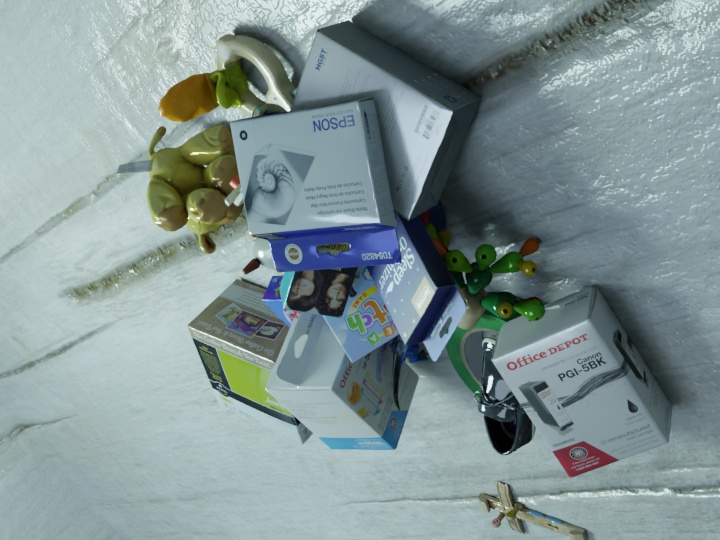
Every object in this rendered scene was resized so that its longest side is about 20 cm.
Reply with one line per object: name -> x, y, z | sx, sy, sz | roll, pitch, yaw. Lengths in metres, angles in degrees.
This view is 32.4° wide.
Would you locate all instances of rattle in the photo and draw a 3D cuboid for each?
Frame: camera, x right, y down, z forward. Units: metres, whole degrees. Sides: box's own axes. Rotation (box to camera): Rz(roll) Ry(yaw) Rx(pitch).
rattle -> -0.142, -0.220, 1.625 | 0.200, 0.143, 0.130 | 37, 130, 24

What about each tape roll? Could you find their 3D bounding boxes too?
tape roll -> 0.210, 0.123, 1.689 | 0.200, 0.048, 0.201 | 29, 145, 23

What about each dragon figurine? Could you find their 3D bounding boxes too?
dragon figurine -> 0.061, 0.092, 1.742 | 0.059, 0.200, 0.099 | 26, -178, 31

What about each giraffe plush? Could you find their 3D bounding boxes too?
giraffe plush -> -0.243, -0.110, 1.869 | 0.200, 0.173, 0.162 | 11, 157, 28

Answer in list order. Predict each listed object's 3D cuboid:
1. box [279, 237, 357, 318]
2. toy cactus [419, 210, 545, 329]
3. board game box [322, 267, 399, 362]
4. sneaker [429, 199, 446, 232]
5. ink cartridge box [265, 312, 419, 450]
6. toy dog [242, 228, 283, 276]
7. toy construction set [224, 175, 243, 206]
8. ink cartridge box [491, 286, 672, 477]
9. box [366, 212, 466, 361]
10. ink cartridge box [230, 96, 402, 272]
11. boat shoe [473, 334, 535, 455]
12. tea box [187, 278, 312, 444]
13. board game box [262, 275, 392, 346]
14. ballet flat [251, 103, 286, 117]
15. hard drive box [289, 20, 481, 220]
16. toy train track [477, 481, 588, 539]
box -> -0.039, -0.039, 1.574 | 0.082, 0.049, 0.200 | 9, 120, -15
toy cactus -> 0.147, 0.010, 1.572 | 0.200, 0.102, 0.165 | 28, 146, 13
board game box -> 0.000, 0.000, 1.666 | 0.200, 0.151, 0.037 | 58, -178, -9
sneaker -> 0.054, -0.091, 1.613 | 0.078, 0.070, 0.200 | 14, 130, 44
ink cartridge box -> -0.030, 0.157, 1.795 | 0.125, 0.129, 0.200 | -4, 143, 37
toy dog -> -0.114, -0.039, 1.832 | 0.132, 0.096, 0.200 | 41, 148, 5
toy construction set -> -0.086, -0.079, 1.715 | 0.200, 0.131, 0.092 | 40, -173, -10
ink cartridge box -> 0.277, 0.141, 1.550 | 0.147, 0.083, 0.200 | -27, 108, 28
box -> 0.059, 0.004, 1.532 | 0.200, 0.032, 0.121 | 62, 147, 29
ink cartridge box -> -0.055, -0.095, 1.484 | 0.199, 0.041, 0.200 | -5, 101, 35
boat shoe -> 0.193, 0.171, 1.661 | 0.075, 0.062, 0.200 | 22, 140, 36
tea box -> -0.151, 0.149, 2.055 | 0.200, 0.134, 0.197 | 20, 141, 34
board game box -> -0.035, 0.080, 1.849 | 0.134, 0.045, 0.200 | -2, 144, 36
ballet flat -> -0.064, -0.136, 1.589 | 0.200, 0.068, 0.075 | 45, 180, -7
hard drive box -> 0.021, -0.181, 1.482 | 0.200, 0.077, 0.156 | 34, 123, 17
toy train track -> 0.264, 0.397, 1.956 | 0.200, 0.033, 0.115 | 12, 135, 40
